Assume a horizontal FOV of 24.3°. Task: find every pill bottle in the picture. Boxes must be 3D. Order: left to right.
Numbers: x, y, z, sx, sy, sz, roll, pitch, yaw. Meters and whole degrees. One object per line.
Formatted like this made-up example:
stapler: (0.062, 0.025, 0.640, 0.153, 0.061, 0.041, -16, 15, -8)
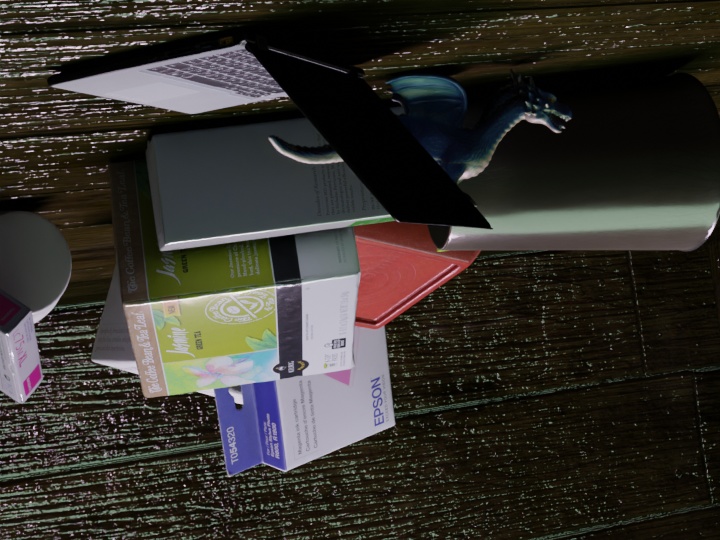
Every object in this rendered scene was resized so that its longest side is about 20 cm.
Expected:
pill bottle: (-0.349, 0.003, 1.614, 0.113, 0.115, 0.200, -7, 177, -23)

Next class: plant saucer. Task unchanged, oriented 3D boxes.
plant saucer: (0.000, 0.000, 1.638, 0.198, 0.037, 0.199, 12, 146, -36)

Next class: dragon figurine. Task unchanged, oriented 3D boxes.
dragon figurine: (0.042, -0.102, 1.140, 0.197, 0.101, 0.059, 12, 179, 1)

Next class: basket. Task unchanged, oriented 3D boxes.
basket: (0.153, -0.077, 1.275, 0.197, 0.138, 0.180, -4, -178, -11)

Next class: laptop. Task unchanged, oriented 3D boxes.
laptop: (-0.047, -0.068, 0.984, 0.198, 0.118, 0.187, -9, 177, 20)

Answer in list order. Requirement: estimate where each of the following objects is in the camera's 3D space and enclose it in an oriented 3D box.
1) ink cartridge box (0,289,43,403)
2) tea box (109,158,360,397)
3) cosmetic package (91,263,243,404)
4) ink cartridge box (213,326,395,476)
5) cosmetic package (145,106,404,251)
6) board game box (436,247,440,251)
ink cartridge box: (-0.378, 0.029, 1.515, 0.199, 0.042, 0.120, 29, 148, 15)
tea box: (-0.105, 0.000, 1.420, 0.194, 0.135, 0.201, -7, 154, -4)
cosmetic package: (-0.166, 0.047, 1.841, 0.198, 0.167, 0.164, 18, 170, -24)
ink cartridge box: (-0.060, 0.106, 1.764, 0.198, 0.199, 0.043, -21, -152, -29)
cosmetic package: (-0.059, -0.070, 1.264, 0.197, 0.086, 0.108, -9, 180, -8)
board game box: (0.161, -0.080, 1.495, 0.197, 0.103, 0.048, -7, 177, -16)
